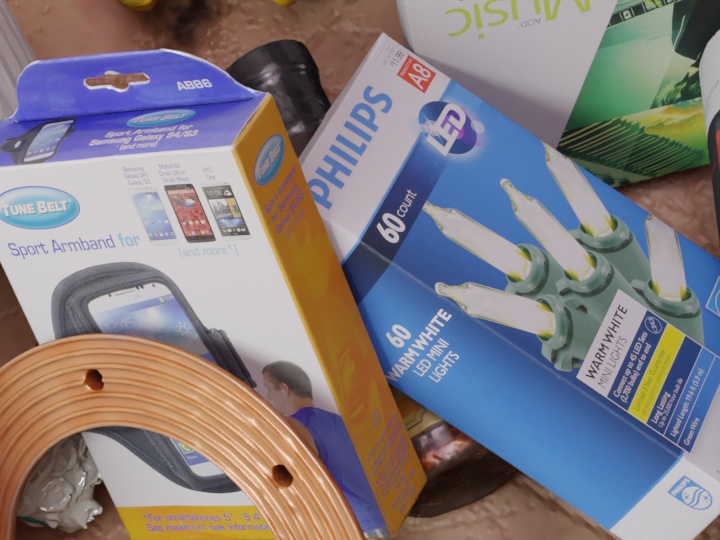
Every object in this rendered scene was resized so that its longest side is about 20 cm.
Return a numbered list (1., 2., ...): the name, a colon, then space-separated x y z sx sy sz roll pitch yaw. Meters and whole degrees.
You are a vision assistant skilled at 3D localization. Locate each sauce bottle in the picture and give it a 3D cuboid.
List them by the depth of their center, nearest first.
1. sauce bottle: 0.000 0.000 1.164 0.066 0.066 0.200 -25 66 -6

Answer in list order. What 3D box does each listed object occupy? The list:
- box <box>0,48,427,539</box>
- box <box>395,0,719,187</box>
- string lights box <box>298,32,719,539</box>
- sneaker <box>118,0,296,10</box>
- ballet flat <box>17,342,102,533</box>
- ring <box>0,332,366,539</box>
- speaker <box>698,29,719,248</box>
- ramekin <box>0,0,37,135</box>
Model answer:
1. box: -0.064 0.013 1.068 0.119 0.200 0.042 -4 36 29
2. box: 0.086 -0.109 1.128 0.144 0.200 0.036 -14 49 -1
3. string lights box: 0.061 0.011 1.105 0.200 0.059 0.103 34 47 -5
4. sneaker: -0.018 -0.154 1.232 0.199 0.078 0.082 -10 90 -1
5. ballet flat: -0.093 0.016 1.170 0.072 0.072 0.200 23 75 13
6. ring: -0.073 0.116 1.076 0.200 0.201 0.019 35 32 17
7. speaker: 0.174 -0.005 1.087 0.081 0.081 0.200 -4 53 3
8. ramekin: -0.208 -0.041 1.129 0.200 0.200 0.105 -34 79 -9
